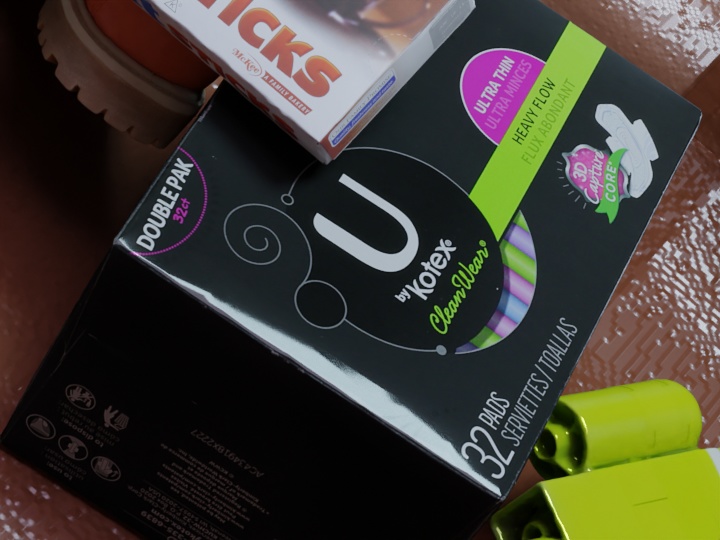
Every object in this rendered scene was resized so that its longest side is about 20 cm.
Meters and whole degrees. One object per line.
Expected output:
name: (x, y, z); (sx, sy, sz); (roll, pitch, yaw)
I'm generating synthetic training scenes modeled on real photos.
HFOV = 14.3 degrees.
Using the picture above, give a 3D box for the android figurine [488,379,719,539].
android figurine: (0.120, 0.122, 0.978); (0.200, 0.041, 0.182); (-5, 65, -41)

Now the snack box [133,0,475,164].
snack box: (-0.060, -0.123, 0.921); (0.200, 0.024, 0.072); (41, 82, 17)

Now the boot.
boot: (-0.065, -0.134, 1.022); (0.075, 0.107, 0.200); (29, 21, -28)

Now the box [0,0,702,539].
box: (0.000, 0.000, 0.970); (0.148, 0.124, 0.200); (33, 49, -3)
